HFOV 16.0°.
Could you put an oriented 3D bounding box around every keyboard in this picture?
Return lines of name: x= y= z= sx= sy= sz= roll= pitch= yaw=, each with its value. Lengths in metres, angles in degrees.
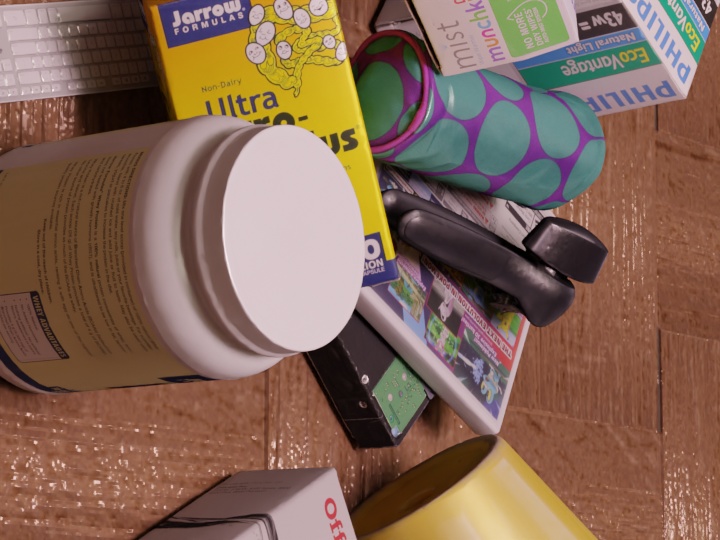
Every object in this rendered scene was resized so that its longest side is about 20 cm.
keyboard: x=-0.183 y=-0.129 z=1.502 sx=0.200 sy=0.011 sz=0.056 roll=-12 pitch=95 yaw=-53

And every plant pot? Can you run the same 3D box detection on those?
plant pot: x=0.084 y=0.220 z=1.671 sx=0.189 sy=0.201 sz=0.201 roll=57 pitch=41 yaw=-7

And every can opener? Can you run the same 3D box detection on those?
can opener: x=0.079 y=-0.016 z=1.700 sx=0.200 sy=0.063 sz=0.079 roll=19 pitch=96 yaw=-41

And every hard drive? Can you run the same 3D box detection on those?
hard drive: x=0.000 y=0.000 z=1.703 sx=0.140 sy=0.038 sz=0.200 roll=-54 pitch=125 yaw=-42

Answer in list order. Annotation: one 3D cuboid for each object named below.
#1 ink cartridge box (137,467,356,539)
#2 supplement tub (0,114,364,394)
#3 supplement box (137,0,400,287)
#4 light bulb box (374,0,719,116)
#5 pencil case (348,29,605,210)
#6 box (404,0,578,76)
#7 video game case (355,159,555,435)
ink cartridge box: x=-0.079 y=0.221 z=1.525 sx=0.200 sy=0.084 sz=0.145 roll=-33 pitch=111 yaw=-51
supplement tub: x=-0.113 y=-0.008 z=1.418 sx=0.145 sy=0.200 sz=0.145 roll=11 pitch=77 yaw=-52
supplement box: x=-0.057 y=-0.086 z=1.535 sx=0.110 sy=0.109 sz=0.200 roll=-124 pitch=-161 yaw=-72
light bulb box: x=0.145 y=-0.214 z=1.795 sx=0.125 sy=0.198 sz=0.200 roll=51 pitch=46 yaw=-33
pencil case: x=0.070 y=-0.096 z=1.671 sx=0.200 sy=0.092 sz=0.085 roll=16 pitch=108 yaw=-49
box: x=0.057 y=-0.253 z=1.556 sx=0.200 sy=0.097 sz=0.177 roll=64 pitch=17 yaw=-46
video game case: x=0.059 y=-0.016 z=1.737 sx=0.200 sy=0.023 sz=0.182 roll=47 pitch=49 yaw=-40
